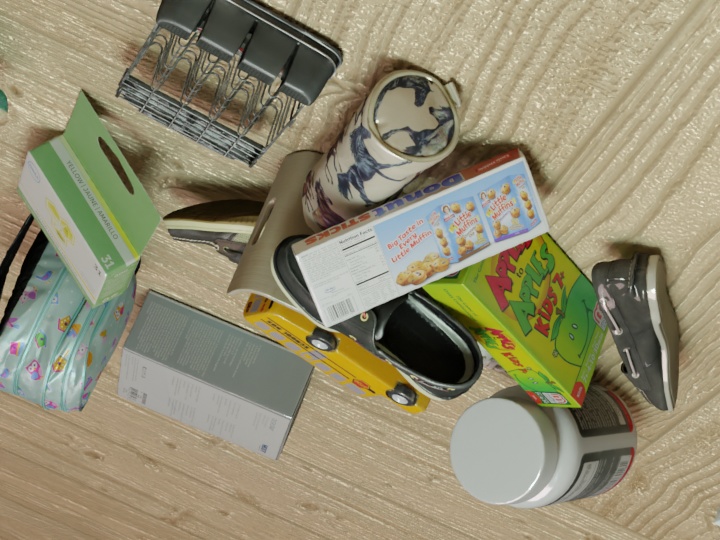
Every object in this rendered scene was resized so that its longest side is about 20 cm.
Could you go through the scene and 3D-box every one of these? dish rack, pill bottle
[{"bbox_3d":[-0.116,-0.157,1.594,0.153,0.055,0.200,29,157,-9],"label":"dish rack"},{"bbox_3d":[0.169,0.161,1.816,0.114,0.114,0.200,7,-178,31],"label":"pill bottle"}]

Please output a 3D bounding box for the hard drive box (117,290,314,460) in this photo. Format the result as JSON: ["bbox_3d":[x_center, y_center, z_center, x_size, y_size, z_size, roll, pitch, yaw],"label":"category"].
[{"bbox_3d":[-0.161,0.119,2.153,0.199,0.077,0.156,23,156,0],"label":"hard drive box"}]

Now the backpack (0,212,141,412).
[{"bbox_3d":[-0.297,0.040,1.962,0.126,0.201,0.167,18,154,10],"label":"backpack"}]

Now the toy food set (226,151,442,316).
[{"bbox_3d":[0.000,0.000,1.697,0.199,0.144,0.060,25,155,-6],"label":"toy food set"}]

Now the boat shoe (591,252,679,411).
[{"bbox_3d":[0.240,0.052,1.687,0.057,0.067,0.200,2,143,18],"label":"boat shoe"}]

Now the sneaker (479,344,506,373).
[{"bbox_3d":[0.100,0.072,1.830,0.200,0.085,0.073,31,153,-24],"label":"sneaker"}]

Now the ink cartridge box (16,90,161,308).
[{"bbox_3d":[-0.257,-0.062,1.827,0.146,0.048,0.200,57,158,8],"label":"ink cartridge box"}]

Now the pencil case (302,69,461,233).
[{"bbox_3d":[0.017,-0.091,1.582,0.078,0.089,0.200,52,154,5],"label":"pencil case"}]

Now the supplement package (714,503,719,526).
[{"bbox_3d":[0.410,0.128,1.548,0.147,0.192,0.200,26,155,-6],"label":"supplement package"}]

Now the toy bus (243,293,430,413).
[{"bbox_3d":[-0.014,0.069,1.941,0.200,0.065,0.078,35,153,-25],"label":"toy bus"}]

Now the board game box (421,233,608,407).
[{"bbox_3d":[0.138,0.024,1.677,0.047,0.102,0.200,0,147,41],"label":"board game box"}]

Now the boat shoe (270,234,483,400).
[{"bbox_3d":[0.016,0.033,1.620,0.201,0.074,0.063,37,162,-3],"label":"boat shoe"}]

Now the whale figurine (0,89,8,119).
[{"bbox_3d":[-0.379,-0.188,1.731,0.159,0.104,0.200,24,180,-1],"label":"whale figurine"}]

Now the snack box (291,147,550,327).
[{"bbox_3d":[0.049,-0.026,1.565,0.024,0.199,0.072,-118,5,-64],"label":"snack box"}]

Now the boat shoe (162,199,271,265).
[{"bbox_3d":[-0.096,-0.027,1.791,0.199,0.073,0.065,4,110,35],"label":"boat shoe"}]
